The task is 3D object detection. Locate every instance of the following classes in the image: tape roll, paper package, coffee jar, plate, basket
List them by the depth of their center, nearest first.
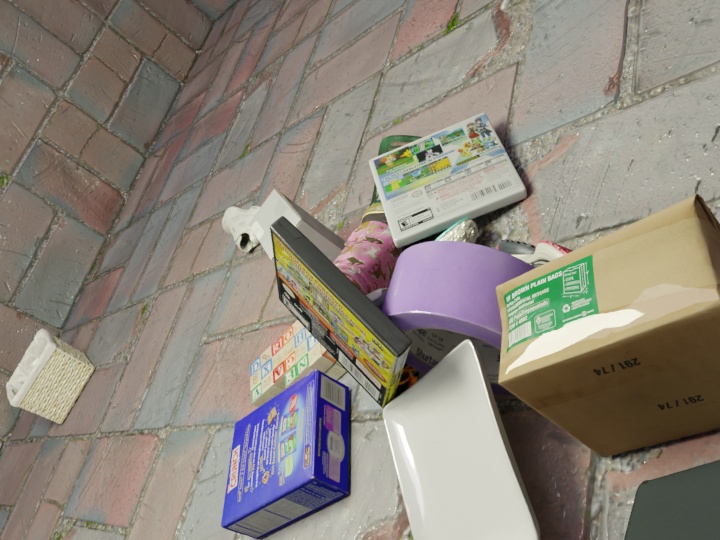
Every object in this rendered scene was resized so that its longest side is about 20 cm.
[{"bbox_3d":[0.244,0.060,0.583,0.198,0.189,0.105,-28,39,38],"label":"paper package"},{"bbox_3d":[0.101,0.205,0.710,0.200,0.032,0.204,-50,48,48],"label":"plate"},{"bbox_3d":[0.120,0.057,0.748,0.197,0.199,0.087,-11,52,49],"label":"tape roll"},{"bbox_3d":[0.063,-0.116,1.083,0.101,0.086,0.204,5,59,13],"label":"coffee jar"},{"bbox_3d":[-0.901,0.306,1.974,0.197,0.160,0.203,14,73,57],"label":"basket"}]

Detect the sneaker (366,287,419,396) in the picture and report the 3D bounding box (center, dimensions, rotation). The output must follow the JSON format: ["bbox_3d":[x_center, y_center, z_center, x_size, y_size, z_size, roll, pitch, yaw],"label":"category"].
[{"bbox_3d":[0.040,0.103,0.856,0.077,0.203,0.078,-25,44,-8],"label":"sneaker"}]

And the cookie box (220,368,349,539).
[{"bbox_3d":[-0.108,0.269,0.988,0.198,0.075,0.174,-35,37,30],"label":"cookie box"}]

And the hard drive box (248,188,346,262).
[{"bbox_3d":[-0.067,-0.025,1.085,0.077,0.199,0.156,-50,31,4],"label":"hard drive box"}]

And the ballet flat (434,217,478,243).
[{"bbox_3d":[0.102,0.012,0.963,0.199,0.071,0.073,-42,33,25],"label":"ballet flat"}]

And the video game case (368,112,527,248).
[{"bbox_3d":[0.122,-0.137,1.000,0.195,0.022,0.185,-21,48,6],"label":"video game case"}]

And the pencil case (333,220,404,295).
[{"bbox_3d":[0.000,0.000,0.934,0.085,0.084,0.201,-29,12,25],"label":"pencil case"}]

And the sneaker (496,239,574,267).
[{"bbox_3d":[0.213,0.013,0.778,0.200,0.079,0.076,-173,104,-75],"label":"sneaker"}]

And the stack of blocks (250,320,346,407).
[{"bbox_3d":[-0.094,0.149,1.097,0.199,0.058,0.116,-42,34,21],"label":"stack of blocks"}]

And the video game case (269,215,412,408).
[{"bbox_3d":[-0.027,0.054,0.780,0.025,0.182,0.200,-39,71,-21],"label":"video game case"}]

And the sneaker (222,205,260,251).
[{"bbox_3d":[-0.274,-0.094,1.556,0.198,0.074,0.101,-2,58,53],"label":"sneaker"}]

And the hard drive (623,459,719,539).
[{"bbox_3d":[0.289,0.175,0.492,0.198,0.033,0.139,-32,-1,34],"label":"hard drive"}]
